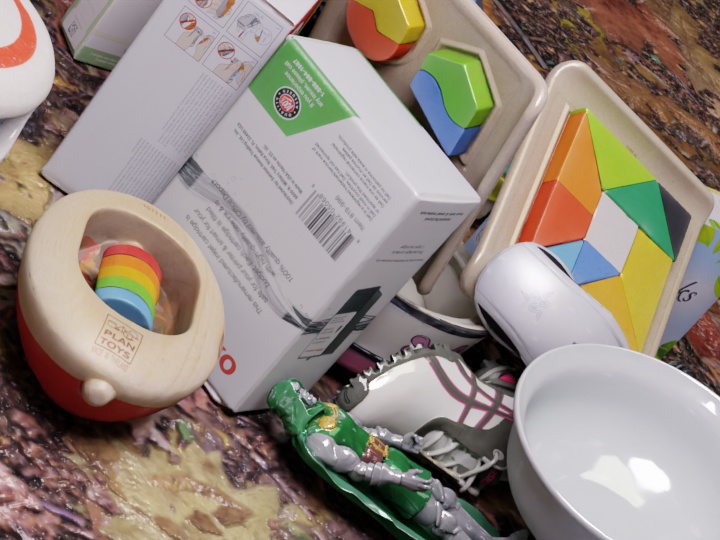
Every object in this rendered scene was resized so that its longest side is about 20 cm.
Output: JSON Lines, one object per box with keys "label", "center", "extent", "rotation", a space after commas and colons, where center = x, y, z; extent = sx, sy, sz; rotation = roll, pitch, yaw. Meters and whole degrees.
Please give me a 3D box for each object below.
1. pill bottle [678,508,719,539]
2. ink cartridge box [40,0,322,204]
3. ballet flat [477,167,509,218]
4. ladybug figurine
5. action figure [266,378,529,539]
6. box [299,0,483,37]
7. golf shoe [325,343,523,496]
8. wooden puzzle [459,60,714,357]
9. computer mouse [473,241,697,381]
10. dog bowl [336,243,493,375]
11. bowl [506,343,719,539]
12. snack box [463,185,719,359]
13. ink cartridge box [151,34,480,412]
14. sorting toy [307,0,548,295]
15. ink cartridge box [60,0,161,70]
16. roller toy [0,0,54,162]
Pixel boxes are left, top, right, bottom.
{"label": "pill bottle", "center": [0.256, 0.199, 1.566], "extent": [0.111, 0.111, 0.200], "rotation": [34, 27, -13]}
{"label": "ink cartridge box", "center": [-0.107, -0.143, 1.515], "extent": [0.084, 0.200, 0.176], "rotation": [37, 26, -3]}
{"label": "ballet flat", "center": [0.121, -0.066, 1.843], "extent": [0.200, 0.067, 0.067], "rotation": [23, 28, -46]}
{"label": "ladybug figurine", "center": [-0.151, 0.027, 1.339], "extent": [0.136, 0.072, 0.200], "rotation": [33, 27, -12]}
{"label": "action figure", "center": [0.021, 0.135, 1.420], "extent": [0.200, 0.055, 0.118], "rotation": [37, 16, -13]}
{"label": "box", "center": [0.007, -0.172, 1.558], "extent": [0.050, 0.200, 0.198], "rotation": [-29, 33, -33]}
{"label": "golf shoe", "center": [0.063, 0.104, 1.504], "extent": [0.200, 0.077, 0.088], "rotation": [8, 47, -46]}
{"label": "wooden puzzle", "center": [0.171, -0.022, 1.587], "extent": [0.185, 0.037, 0.200], "rotation": [41, 62, -29]}
{"label": "computer mouse", "center": [0.152, 0.063, 1.534], "extent": [0.200, 0.110, 0.044], "rotation": [46, -1, -29]}
{"label": "dog bowl", "center": [0.000, 0.000, 1.562], "extent": [0.200, 0.074, 0.200], "rotation": [34, 19, -14]}
{"label": "bowl", "center": [0.174, 0.150, 1.465], "extent": [0.201, 0.090, 0.201], "rotation": [17, 38, -14]}
{"label": "snack box", "center": [0.187, -0.006, 1.728], "extent": [0.200, 0.169, 0.068], "rotation": [18, 33, -38]}
{"label": "ink cartridge box", "center": [-0.044, -0.027, 1.424], "extent": [0.147, 0.200, 0.083], "rotation": [52, 25, 22]}
{"label": "sorting toy", "center": [0.023, -0.112, 1.450], "extent": [0.036, 0.185, 0.200], "rotation": [-10, 53, -39]}
{"label": "ink cartridge box", "center": [-0.109, -0.223, 1.638], "extent": [0.146, 0.200, 0.048], "rotation": [14, 39, -41]}
{"label": "roller toy", "center": [-0.284, -0.130, 1.332], "extent": [0.182, 0.140, 0.200], "rotation": [22, 31, -33]}
